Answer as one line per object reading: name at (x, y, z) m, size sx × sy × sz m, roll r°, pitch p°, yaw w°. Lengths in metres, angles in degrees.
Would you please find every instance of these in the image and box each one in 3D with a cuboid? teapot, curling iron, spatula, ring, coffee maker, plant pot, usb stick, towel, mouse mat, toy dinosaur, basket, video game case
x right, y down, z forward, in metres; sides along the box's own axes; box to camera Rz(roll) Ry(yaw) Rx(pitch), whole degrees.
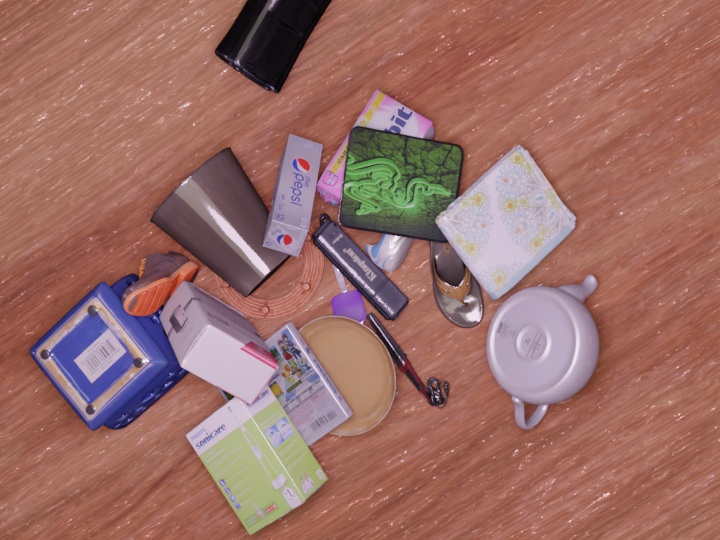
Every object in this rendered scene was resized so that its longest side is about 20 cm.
teapot at (0.307, 0.129, 1.591) m, size 0.198 × 0.145 × 0.201 m, roll -29°, pitch 64°, yaw 29°
curling iron at (0.080, 0.149, 1.663) m, size 0.049 × 0.026 × 0.200 m, roll -42°, pitch 87°, yaw 10°
spatula at (-0.037, 0.000, 1.678) m, size 0.055 × 0.021 × 0.204 m, roll -15°, pitch 87°, yaw 5°
ring at (-0.160, -0.017, 1.691) m, size 0.196 × 0.019 × 0.205 m, roll 0°, pitch 90°, yaw 6°
coffee maker at (-0.142, -0.407, 1.608) m, size 0.133 × 0.192 × 0.202 m, roll 30°, pitch 94°, yaw -12°
plant pot at (-0.032, 0.171, 1.621) m, size 0.196 × 0.027 × 0.205 m, roll 4°, pitch 102°, yaw 19°
usb stick at (0.000, 0.000, 1.657) m, size 0.200 × 0.033 × 0.055 m, roll 46°, pitch 74°, yaw -2°
plant pot at (-0.411, 0.138, 1.632) m, size 0.199 × 0.180 × 0.201 m, roll -41°, pitch 85°, yaw 4°
towel at (0.240, -0.080, 1.611) m, size 0.199 × 0.048 × 0.172 m, roll -41°, pitch 103°, yaw -9°
mouse mat at (0.067, -0.137, 1.585) m, size 0.196 × 0.008 × 0.165 m, roll 8°, pitch 90°, yaw -13°
toy dinosaur at (-0.035, 0.184, 1.658) m, size 0.195 × 0.058 × 0.103 m, roll 0°, pitch 91°, yaw 5°
basket at (-0.216, -0.066, 1.624) m, size 0.180 × 0.136 × 0.201 m, roll -42°, pitch 90°, yaw -7°
video game case at (-0.131, 0.213, 1.643) m, size 0.199 × 0.022 × 0.184 m, roll -38°, pitch 85°, yaw 31°

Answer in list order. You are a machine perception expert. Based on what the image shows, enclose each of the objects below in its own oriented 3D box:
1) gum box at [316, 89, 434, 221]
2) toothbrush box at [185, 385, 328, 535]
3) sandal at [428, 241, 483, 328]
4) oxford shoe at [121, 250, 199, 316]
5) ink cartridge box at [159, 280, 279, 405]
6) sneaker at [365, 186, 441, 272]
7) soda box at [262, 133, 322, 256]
gum box at (0.024, -0.179, 1.631) m, size 0.112 × 0.066 × 0.202 m, roll 31°, pitch 84°, yaw 13°
toothbrush box at (-0.172, 0.309, 1.629) m, size 0.145 × 0.086 × 0.201 m, roll -37°, pitch 86°, yaw 31°
sandal at (0.157, 0.003, 1.632) m, size 0.080 × 0.055 × 0.204 m, roll -9°, pitch 104°, yaw 4°
oxford shoe at (-0.345, 0.018, 1.625) m, size 0.072 × 0.200 × 0.072 m, roll 36°, pitch 112°, yaw 7°
ink cartridge box at (-0.232, 0.113, 1.586) m, size 0.145 × 0.200 × 0.085 m, roll 34°, pitch 96°, yaw -28°
sneaker at (0.082, -0.094, 1.646) m, size 0.072 × 0.072 × 0.201 m, roll 36°, pitch 88°, yaw 16°
soda box at (-0.109, -0.124, 1.602) m, size 0.062 × 0.069 × 0.203 m, roll 15°, pitch 48°, yaw -10°
